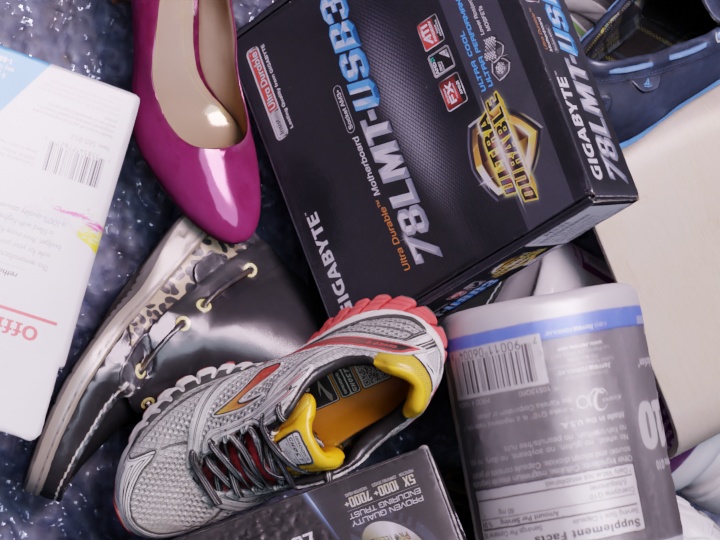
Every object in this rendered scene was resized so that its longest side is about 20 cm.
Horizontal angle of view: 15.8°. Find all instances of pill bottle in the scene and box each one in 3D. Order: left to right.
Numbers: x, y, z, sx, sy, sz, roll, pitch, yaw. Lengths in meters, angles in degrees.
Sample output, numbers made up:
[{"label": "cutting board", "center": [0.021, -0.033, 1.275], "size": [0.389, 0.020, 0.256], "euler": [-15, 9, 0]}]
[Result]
[{"label": "pill bottle", "center": [0.113, 0.114, 1.411], "size": [0.113, 0.114, 0.201], "euler": [-8, 86, -24]}, {"label": "pill bottle", "center": [0.158, 0.067, 1.557], "size": [0.200, 0.112, 0.112], "euler": [31, 76, -20]}]

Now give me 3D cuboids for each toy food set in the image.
[{"label": "toy food set", "center": [0.205, -0.010, 1.495], "size": [0.143, 0.060, 0.200], "euler": [-25, 98, -12]}]

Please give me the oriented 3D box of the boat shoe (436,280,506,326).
[{"label": "boat shoe", "center": [0.070, -0.033, 1.466], "size": [0.073, 0.068, 0.200], "euler": [7, 109, -30]}]

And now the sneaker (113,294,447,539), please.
[{"label": "sneaker", "center": [-0.047, 0.082, 1.373], "size": [0.200, 0.082, 0.078], "euler": [-32, 106, 10]}]

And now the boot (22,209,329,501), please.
[{"label": "boot", "center": [-0.083, 0.072, 1.454], "size": [0.150, 0.073, 0.200], "euler": [34, 68, -2]}]

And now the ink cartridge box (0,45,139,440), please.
[{"label": "ink cartridge box", "center": [-0.208, -0.017, 1.420], "size": [0.115, 0.068, 0.201], "euler": [19, 80, -22]}]

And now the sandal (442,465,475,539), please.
[{"label": "sandal", "center": [0.094, 0.139, 1.547], "size": [0.200, 0.082, 0.055], "euler": [10, 64, -25]}]

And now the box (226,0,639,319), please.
[{"label": "box", "center": [0.035, -0.084, 1.410], "size": [0.050, 0.198, 0.200], "euler": [-2, 67, -50]}]

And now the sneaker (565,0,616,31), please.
[{"label": "sneaker", "center": [0.155, -0.148, 1.550], "size": [0.200, 0.079, 0.074], "euler": [39, 67, 11]}]

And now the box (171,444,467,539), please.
[{"label": "box", "center": [-0.033, 0.187, 1.396], "size": [0.200, 0.164, 0.086], "euler": [-20, 69, 0]}]

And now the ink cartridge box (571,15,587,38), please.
[{"label": "ink cartridge box", "center": [0.067, -0.142, 1.529], "size": [0.200, 0.104, 0.059], "euler": [42, 73, -17]}]

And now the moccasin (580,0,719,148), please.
[{"label": "moccasin", "center": [0.183, -0.139, 1.452], "size": [0.080, 0.068, 0.200], "euler": [26, 50, 21]}]

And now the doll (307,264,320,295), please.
[{"label": "doll", "center": [0.000, 0.000, 1.524], "size": [0.136, 0.048, 0.201], "euler": [-6, 93, -16]}]

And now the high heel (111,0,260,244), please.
[{"label": "high heel", "center": [-0.089, -0.117, 1.436], "size": [0.067, 0.096, 0.200], "euler": [-18, 80, -33]}]

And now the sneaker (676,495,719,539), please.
[{"label": "sneaker", "center": [0.185, 0.207, 1.536], "size": [0.099, 0.200, 0.078], "euler": [-39, 59, -12]}]
